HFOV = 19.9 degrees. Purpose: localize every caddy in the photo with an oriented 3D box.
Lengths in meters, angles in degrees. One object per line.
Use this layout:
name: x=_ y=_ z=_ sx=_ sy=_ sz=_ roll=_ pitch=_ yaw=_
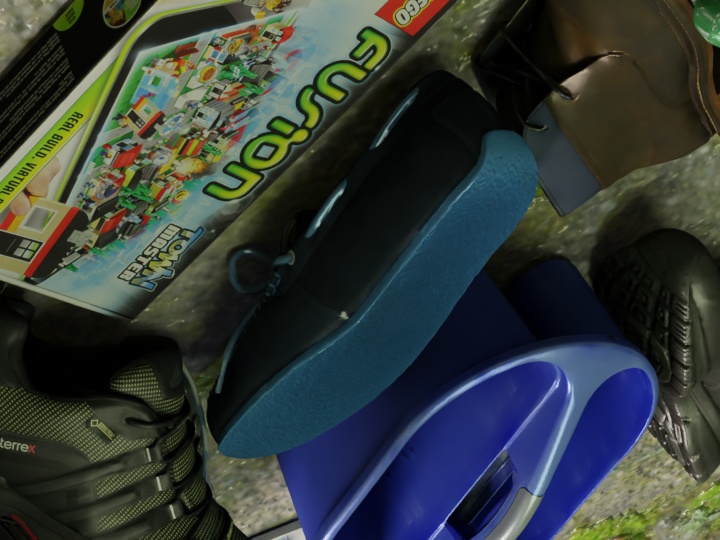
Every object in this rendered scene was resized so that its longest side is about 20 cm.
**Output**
caddy: x=0.049 y=0.083 z=0.955 sx=0.141 sy=0.105 sz=0.200 roll=4 pitch=134 yaw=-37

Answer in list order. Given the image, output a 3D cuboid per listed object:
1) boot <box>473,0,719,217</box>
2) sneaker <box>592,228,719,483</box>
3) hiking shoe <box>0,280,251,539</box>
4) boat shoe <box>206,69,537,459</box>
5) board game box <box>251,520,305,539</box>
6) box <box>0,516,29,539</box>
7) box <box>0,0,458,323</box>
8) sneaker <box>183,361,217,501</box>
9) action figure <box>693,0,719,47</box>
boot: x=0.084 y=-0.083 z=0.799 sx=0.097 sy=0.075 sz=0.200 roll=-37 pitch=145 yaw=10
sneaker: x=0.172 y=0.027 z=1.007 sx=0.091 sy=0.076 sz=0.200 roll=-35 pitch=152 yaw=-5
hiking shoe: x=-0.093 y=0.082 z=0.841 sx=0.200 sy=0.076 sz=0.101 roll=35 pitch=111 yaw=-18
boat shoe: x=0.000 y=0.000 z=0.860 sx=0.084 sy=0.069 sz=0.200 roll=9 pitch=133 yaw=-50
board game box: x=-0.032 y=0.202 z=1.123 sx=0.199 sy=0.026 sz=0.200 roll=-21 pitch=144 yaw=-8
box: x=-0.162 y=0.196 z=0.831 sx=0.123 sy=0.200 sz=0.198 roll=-43 pitch=157 yaw=3
box: x=-0.065 y=-0.068 z=0.759 sx=0.200 sy=0.035 sz=0.110 roll=-43 pitch=141 yaw=22
sneaker: x=-0.097 y=0.106 z=0.944 sx=0.072 sy=0.073 sz=0.201 roll=5 pitch=129 yaw=5
action figure: x=0.196 y=-0.122 z=0.790 sx=0.200 sy=0.055 sz=0.119 roll=-27 pitch=138 yaw=-35
